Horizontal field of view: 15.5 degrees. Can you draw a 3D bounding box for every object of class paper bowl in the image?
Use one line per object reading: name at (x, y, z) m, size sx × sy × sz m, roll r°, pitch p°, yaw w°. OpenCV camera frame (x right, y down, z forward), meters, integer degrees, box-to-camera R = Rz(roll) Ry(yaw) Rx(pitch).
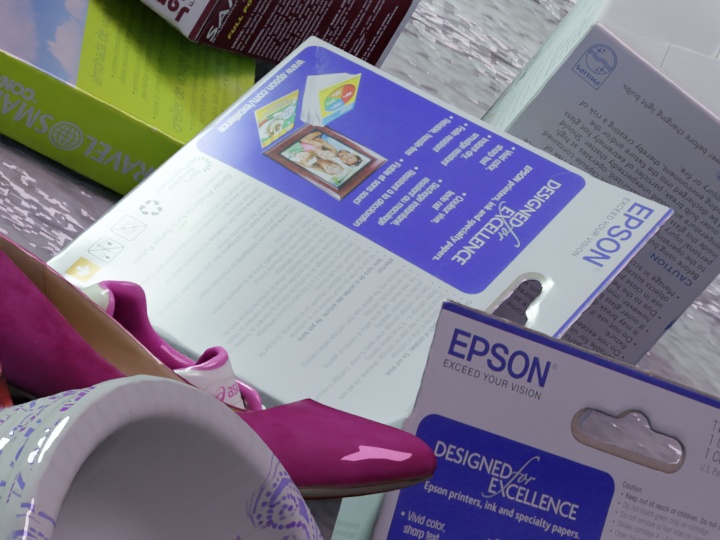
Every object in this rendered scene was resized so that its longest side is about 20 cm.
paper bowl at (-0.088, 0.141, 0.850) m, size 0.200 × 0.104 × 0.202 m, roll 35°, pitch 47°, yaw -49°

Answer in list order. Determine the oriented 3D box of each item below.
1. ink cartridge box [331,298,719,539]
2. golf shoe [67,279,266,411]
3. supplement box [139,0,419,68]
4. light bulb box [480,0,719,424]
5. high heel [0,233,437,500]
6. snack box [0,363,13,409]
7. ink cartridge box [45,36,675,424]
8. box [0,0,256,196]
ink cartridge box at (0.075, 0.134, 1.022) m, size 0.197 × 0.201 × 0.047 m, roll 20°, pitch -10°, yaw -28°
golf shoe at (-0.059, 0.087, 1.017) m, size 0.200 × 0.092 × 0.075 m, roll 41°, pitch 19°, yaw 3°
supplement box at (-0.061, -0.153, 1.323) m, size 0.109 × 0.061 × 0.200 m, roll 36°, pitch 12°, yaw 21°
light bulb box at (0.118, -0.046, 1.295) m, size 0.125 × 0.200 × 0.198 m, roll 38°, pitch 29°, yaw -3°
high heel at (-0.068, 0.032, 0.959) m, size 0.199 × 0.097 × 0.067 m, roll 4°, pitch -5°, yaw 10°
snack box at (-0.200, 0.026, 0.882) m, size 0.168 × 0.067 × 0.201 m, roll -19°, pitch 93°, yaw -59°
ink cartridge box at (0.000, 0.000, 1.124) m, size 0.199 × 0.044 × 0.198 m, roll 27°, pitch 49°, yaw 24°
box at (-0.144, -0.104, 1.241) m, size 0.199 × 0.048 × 0.122 m, roll 27°, pitch 30°, yaw -19°
